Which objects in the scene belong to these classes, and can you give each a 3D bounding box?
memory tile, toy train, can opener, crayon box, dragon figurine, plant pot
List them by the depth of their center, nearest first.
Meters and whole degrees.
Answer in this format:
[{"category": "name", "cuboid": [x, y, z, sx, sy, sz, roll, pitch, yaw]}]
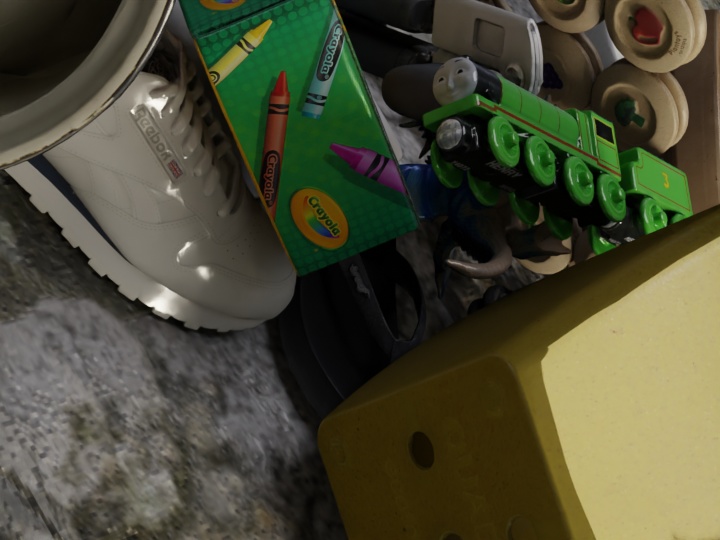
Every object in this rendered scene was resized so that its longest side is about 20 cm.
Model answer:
[{"category": "plant pot", "cuboid": [0.101, 0.092, 0.811, 0.176, 0.200, 0.201, -14, 83, -37]}, {"category": "crayon box", "cuboid": [-0.039, -0.102, 0.853, 0.200, 0.058, 0.119, -111, 179, -57]}, {"category": "toy train", "cuboid": [0.093, -0.046, 0.885, 0.200, 0.042, 0.057, 22, 57, -50]}, {"category": "dragon figurine", "cuboid": [0.049, -0.029, 0.943, 0.059, 0.099, 0.200, 57, 32, -23]}, {"category": "can opener", "cuboid": [0.012, -0.113, 0.954, 0.067, 0.054, 0.200, -9, 23, -35]}, {"category": "memory tile", "cuboid": [0.096, -0.080, 0.999, 0.153, 0.201, 0.017, 29, 46, 29]}, {"category": "plant pot", "cuboid": [0.161, -0.040, 1.095, 0.201, 0.092, 0.202, -4, 90, -76]}]

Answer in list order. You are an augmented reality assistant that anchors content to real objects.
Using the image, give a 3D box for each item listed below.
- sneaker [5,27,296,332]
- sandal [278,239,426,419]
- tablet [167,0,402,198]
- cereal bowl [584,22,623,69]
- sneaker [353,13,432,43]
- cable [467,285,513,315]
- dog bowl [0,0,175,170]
[{"category": "sneaker", "cuboid": [-0.089, -0.052, 0.815, 0.200, 0.080, 0.077, 41, 28, -27]}, {"category": "sandal", "cuboid": [0.000, -0.001, 0.926, 0.076, 0.043, 0.201, 36, 36, -39]}, {"category": "tablet", "cuboid": [-0.053, -0.100, 1.003, 0.131, 0.014, 0.200, 57, 26, 7]}, {"category": "cereal bowl", "cuboid": [0.192, -0.071, 1.289, 0.200, 0.083, 0.201, 38, 31, -29]}, {"category": "sneaker", "cuboid": [0.042, -0.123, 1.141, 0.200, 0.074, 0.080, 52, 43, 3]}, {"category": "cable", "cuboid": [0.103, 0.082, 1.017, 0.163, 0.051, 0.200, 42, 31, -12]}, {"category": "dog bowl", "cuboid": [-0.151, -0.137, 0.693, 0.200, 0.200, 0.074, 49, 18, -10]}]
